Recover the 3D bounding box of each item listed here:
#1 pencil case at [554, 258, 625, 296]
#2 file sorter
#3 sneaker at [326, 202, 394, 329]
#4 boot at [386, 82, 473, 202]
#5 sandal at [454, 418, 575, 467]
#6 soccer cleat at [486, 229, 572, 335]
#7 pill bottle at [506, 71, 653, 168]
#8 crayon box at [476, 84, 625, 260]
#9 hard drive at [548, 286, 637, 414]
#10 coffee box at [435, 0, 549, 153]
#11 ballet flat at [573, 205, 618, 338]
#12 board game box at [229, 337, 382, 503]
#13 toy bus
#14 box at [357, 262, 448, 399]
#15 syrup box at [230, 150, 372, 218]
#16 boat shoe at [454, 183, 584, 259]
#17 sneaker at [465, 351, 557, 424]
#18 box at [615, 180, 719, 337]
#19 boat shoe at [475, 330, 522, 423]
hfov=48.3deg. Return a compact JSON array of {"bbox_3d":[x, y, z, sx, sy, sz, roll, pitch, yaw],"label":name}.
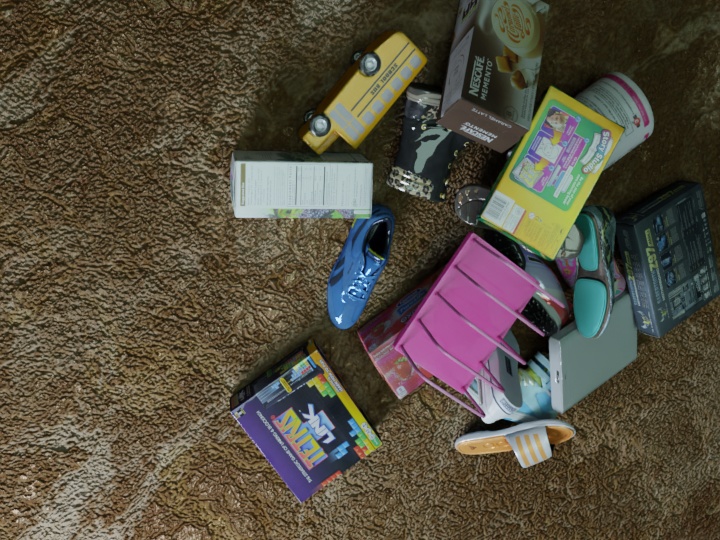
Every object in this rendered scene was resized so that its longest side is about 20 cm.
[{"bbox_3d":[0.336,-0.037,1.252,0.087,0.088,0.202,-36,112,0],"label":"pencil case"},{"bbox_3d":[0.167,0.080,1.122,0.137,0.126,0.202,33,96,-20],"label":"file sorter"},{"bbox_3d":[0.000,0.000,1.194,0.064,0.079,0.205,15,104,-18],"label":"sneaker"},{"bbox_3d":[0.137,-0.178,1.174,0.195,0.073,0.154,10,110,-25],"label":"boot"},{"bbox_3d":[0.252,0.292,1.302,0.202,0.060,0.079,-16,141,25],"label":"sandal"},{"bbox_3d":[0.267,0.004,1.269,0.073,0.068,0.202,-40,103,-32],"label":"soccer cleat"},{"bbox_3d":[0.320,-0.190,1.182,0.198,0.113,0.115,-35,111,-5],"label":"pill bottle"},{"bbox_3d":[0.258,-0.132,1.098,0.117,0.058,0.203,29,94,1],"label":"crayon box"},{"bbox_3d":[0.377,0.126,1.292,0.197,0.026,0.135,-26,120,-31],"label":"hard drive"},{"bbox_3d":[0.181,-0.284,1.100,0.112,0.080,0.205,20,69,-16],"label":"coffee box"},{"bbox_3d":[0.356,0.000,1.194,0.072,0.074,0.205,-10,112,-9],"label":"ballet flat"},{"bbox_3d":[-0.084,0.235,1.256,0.164,0.057,0.202,-35,110,-2],"label":"board game box"},{"bbox_3d":[-0.001,-0.245,1.128,0.078,0.065,0.201,38,95,-21],"label":"toy bus"},{"bbox_3d":[0.103,0.087,1.229,0.198,0.100,0.096,-36,110,0],"label":"box"},{"bbox_3d":[-0.085,-0.122,1.137,0.194,0.079,0.084,-2,107,-12],"label":"syrup box"},{"bbox_3d":[0.236,-0.079,1.181,0.196,0.073,0.076,26,107,12],"label":"boat shoe"},{"bbox_3d":[0.258,0.174,1.304,0.197,0.080,0.133,23,102,-28],"label":"sneaker"},{"bbox_3d":[0.497,-0.019,1.293,0.156,0.051,0.204,-29,111,-21],"label":"box"},{"bbox_3d":[0.202,0.148,1.231,0.073,0.202,0.065,42,119,-16],"label":"boat shoe"}]
